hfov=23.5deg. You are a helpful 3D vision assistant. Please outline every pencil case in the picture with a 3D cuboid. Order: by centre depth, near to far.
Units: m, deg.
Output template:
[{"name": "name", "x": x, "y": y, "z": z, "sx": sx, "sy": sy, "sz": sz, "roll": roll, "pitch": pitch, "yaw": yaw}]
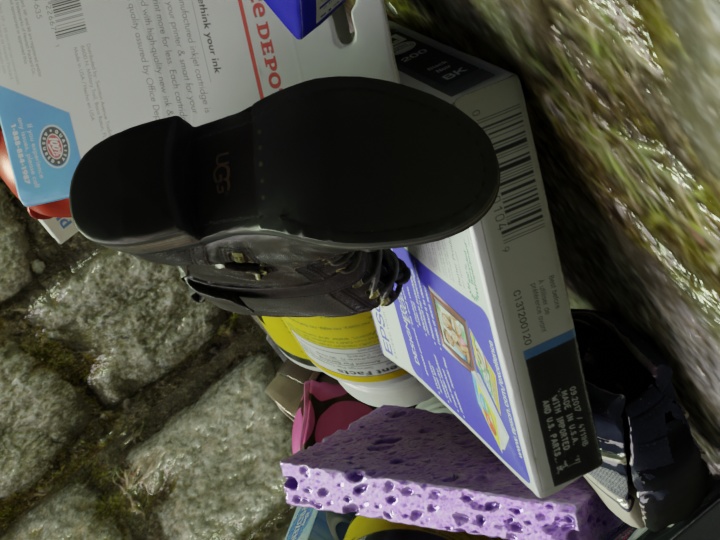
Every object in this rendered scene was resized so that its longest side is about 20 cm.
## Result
[{"name": "pencil case", "x": 0.046, "y": 0.142, "z": 1.284, "sx": 0.199, "sy": 0.094, "sz": 0.091, "roll": 10, "pitch": 152, "yaw": 3}]

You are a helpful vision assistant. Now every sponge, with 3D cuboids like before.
[{"name": "sponge", "x": 0.064, "y": 0.115, "z": 0.986, "sx": 0.199, "sy": 0.111, "sz": 0.030, "roll": 3, "pitch": 105, "yaw": 36}]

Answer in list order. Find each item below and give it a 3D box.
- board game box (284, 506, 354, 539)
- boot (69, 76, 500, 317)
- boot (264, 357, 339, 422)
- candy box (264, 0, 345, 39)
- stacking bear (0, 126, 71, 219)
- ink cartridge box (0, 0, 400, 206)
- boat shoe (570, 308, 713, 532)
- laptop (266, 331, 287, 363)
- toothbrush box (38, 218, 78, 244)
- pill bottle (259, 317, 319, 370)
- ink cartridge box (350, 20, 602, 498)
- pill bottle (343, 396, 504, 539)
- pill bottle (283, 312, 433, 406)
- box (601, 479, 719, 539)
[{"name": "board game box", "x": 0.028, "y": 0.243, "z": 1.125, "sx": 0.200, "sy": 0.043, "sz": 0.199, "roll": 40, "pitch": -147, "yaw": -12}, {"name": "boot", "x": -0.015, "y": -0.020, "z": 0.767, "sx": 0.174, "sy": 0.199, "sz": 0.070, "roll": 36, "pitch": -124, "yaw": -64}, {"name": "boot", "x": -0.016, "y": 0.056, "z": 1.392, "sx": 0.200, "sy": 0.146, "sz": 0.070, "roll": 48, "pitch": 174, "yaw": 32}, {"name": "candy box", "x": -0.050, "y": -0.191, "z": 0.598, "sx": 0.169, "sy": 0.077, "sz": 0.200, "roll": 49, "pitch": 172, "yaw": 7}, {"name": "stacking bear", "x": -0.117, "y": -0.106, "z": 0.968, "sx": 0.114, "sy": 0.200, "sz": 0.122, "roll": 46, "pitch": 172, "yaw": 35}, {"name": "ink cartridge box", "x": -0.070, "y": -0.106, "z": 0.794, "sx": 0.067, "sy": 0.199, "sz": 0.116, "roll": -25, "pitch": -76, "yaw": -66}, {"name": "boat shoe", "x": 0.106, "y": 0.047, "z": 0.910, "sx": 0.200, "sy": 0.075, "sz": 0.093, "roll": 36, "pitch": 154, "yaw": 50}, {"name": "laptop", "x": 0.013, "y": 0.109, "z": 1.672, "sx": 0.177, "sy": 0.103, "sz": 0.200, "roll": 52, "pitch": 173, "yaw": -12}, {"name": "toothbrush box", "x": -0.161, "y": -0.141, "z": 1.088, "sx": 0.146, "sy": 0.200, "sz": 0.086, "roll": 54, "pitch": 172, "yaw": -31}, {"name": "pill bottle", "x": -0.042, "y": -0.022, "z": 1.228, "sx": 0.114, "sy": 0.114, "sz": 0.200, "roll": 47, "pitch": 171, "yaw": 35}, {"name": "ink cartridge box", "x": 0.039, "y": -0.017, "z": 0.845, "sx": 0.200, "sy": 0.043, "sz": 0.199, "roll": 38, "pitch": 147, "yaw": 62}, {"name": "pill bottle", "x": 0.053, "y": 0.163, "z": 1.091, "sx": 0.114, "sy": 0.114, "sz": 0.200, "roll": 53, "pitch": -151, "yaw": -15}, {"name": "pill bottle", "x": 0.000, "y": 0.000, "z": 1.062, "sx": 0.114, "sy": 0.114, "sz": 0.200, "roll": 47, "pitch": 172, "yaw": 32}, {"name": "box", "x": 0.172, "y": 0.190, "z": 0.942, "sx": 0.106, "sy": 0.122, "sz": 0.200, "roll": 51, "pitch": 174, "yaw": 5}]
